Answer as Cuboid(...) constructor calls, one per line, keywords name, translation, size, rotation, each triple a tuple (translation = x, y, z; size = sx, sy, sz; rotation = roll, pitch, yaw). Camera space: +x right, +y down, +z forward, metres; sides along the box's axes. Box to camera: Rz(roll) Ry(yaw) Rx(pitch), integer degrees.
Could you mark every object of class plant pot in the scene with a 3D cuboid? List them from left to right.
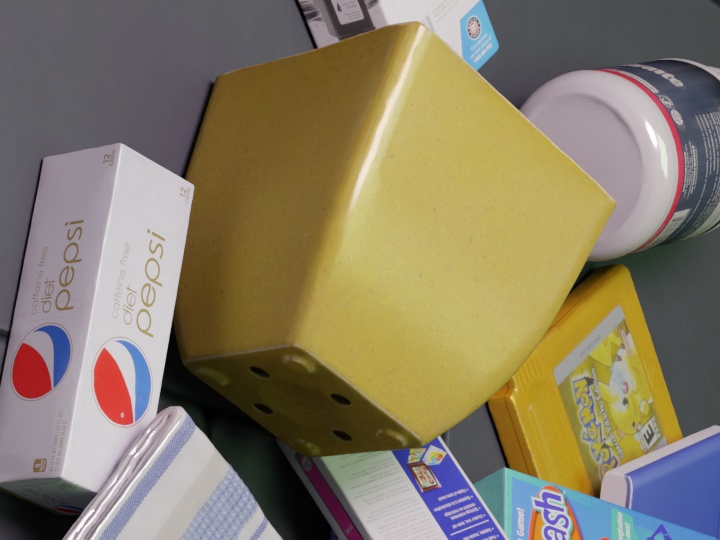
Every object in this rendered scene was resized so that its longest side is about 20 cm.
Cuboid(name="plant pot", translation=(0.000, 0.000, 1.444), size=(0.194, 0.195, 0.200), rotation=(39, 59, -30))

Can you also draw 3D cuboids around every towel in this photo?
Cuboid(name="towel", translation=(-0.099, 0.188, 1.340), size=(0.147, 0.024, 0.200), rotation=(-55, 133, -26))

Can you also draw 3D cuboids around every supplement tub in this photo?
Cuboid(name="supplement tub", translation=(0.213, -0.087, 1.804), size=(0.200, 0.140, 0.140), rotation=(-13, 95, -54))

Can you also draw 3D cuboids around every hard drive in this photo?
Cuboid(name="hard drive", translation=(0.234, 0.201, 1.842), size=(0.200, 0.025, 0.132), rotation=(-13, 110, -58))

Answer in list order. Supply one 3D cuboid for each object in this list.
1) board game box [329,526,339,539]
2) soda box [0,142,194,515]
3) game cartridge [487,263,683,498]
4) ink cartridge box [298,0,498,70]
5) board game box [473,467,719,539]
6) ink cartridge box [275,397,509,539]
Cuboid(name="board game box", translation=(0.033, 0.237, 1.589), size=(0.151, 0.037, 0.200), rotation=(22, 66, -48))
Cuboid(name="soda box", translation=(-0.152, 0.034, 1.350), size=(0.068, 0.064, 0.200), rotation=(31, 59, -47))
Cuboid(name="game cartridge", translation=(0.173, 0.114, 1.807), size=(0.200, 0.032, 0.176), rotation=(-41, 116, -50))
Cuboid(name="ink cartridge box", translation=(0.010, -0.210, 1.611), size=(0.116, 0.067, 0.200), rotation=(-46, 120, -47))
Cuboid(name="board game box", translation=(0.164, 0.233, 1.623), size=(0.200, 0.045, 0.152), rotation=(19, 56, -28))
Cuboid(name="ink cartridge box", translation=(0.037, 0.163, 1.507), size=(0.095, 0.037, 0.200), rotation=(-15, 59, -39))
